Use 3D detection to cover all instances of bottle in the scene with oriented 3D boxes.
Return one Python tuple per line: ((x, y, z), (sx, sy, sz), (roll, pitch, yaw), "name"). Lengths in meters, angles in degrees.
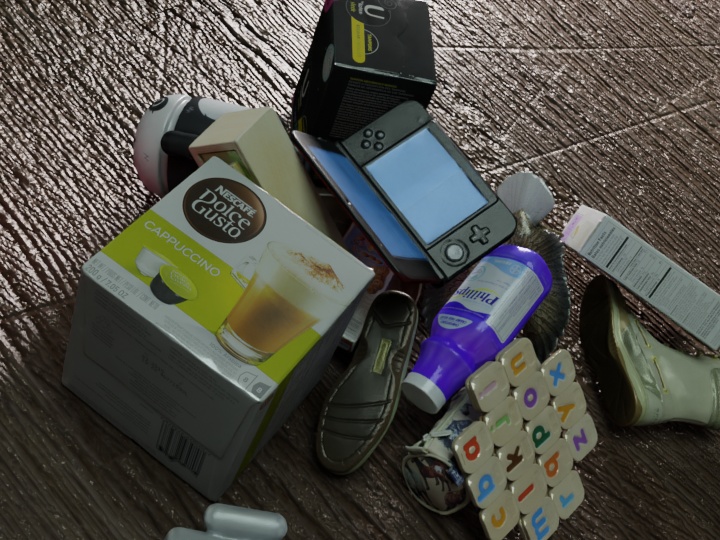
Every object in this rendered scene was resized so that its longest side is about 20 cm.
((0.118, 0.060, 1.076), (0.200, 0.083, 0.065), (-48, 123, -23), "bottle")

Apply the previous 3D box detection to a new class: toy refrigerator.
((-0.089, -0.062, 1.059), (0.070, 0.076, 0.201), (-50, 126, -36), "toy refrigerator")

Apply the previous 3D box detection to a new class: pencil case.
((0.121, 0.157, 1.083), (0.077, 0.090, 0.200), (8, 40, 35), "pencil case")

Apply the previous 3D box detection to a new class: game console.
((0.050, -0.091, 1.074), (0.172, 0.119, 0.200), (-34, 74, -12), "game console")

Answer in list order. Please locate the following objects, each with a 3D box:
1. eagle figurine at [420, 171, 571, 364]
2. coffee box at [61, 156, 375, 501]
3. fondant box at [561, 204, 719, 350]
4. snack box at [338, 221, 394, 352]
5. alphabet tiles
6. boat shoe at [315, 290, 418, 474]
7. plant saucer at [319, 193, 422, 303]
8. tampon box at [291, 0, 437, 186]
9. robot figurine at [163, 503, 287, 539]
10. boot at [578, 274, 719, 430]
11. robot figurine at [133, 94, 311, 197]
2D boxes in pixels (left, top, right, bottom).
((0.175, 0.003, 1.202), (0.151, 0.152, 0.200), (43, 43, -12), "eagle figurine")
((-0.139, 0.055, 0.989), (0.199, 0.201, 0.198), (36, 50, 8), "coffee box")
((0.343, 0.004, 1.238), (0.199, 0.058, 0.144), (36, 7, -4), "fondant box")
((0.000, 0.000, 1.157), (0.072, 0.024, 0.201), (28, 49, 4), "snack box")
((0.172, 0.176, 1.059), (0.195, 0.015, 0.201), (-34, 110, -36), "alphabet tiles")
((0.015, 0.124, 1.080), (0.071, 0.076, 0.201), (22, 71, 14), "boat shoe")
((-0.027, -0.001, 1.185), (0.199, 0.035, 0.201), (10, 50, -13), "plant saucer")
((-0.002, -0.216, 1.251), (0.125, 0.201, 0.151), (8, 51, -15), "tampon box")
((-0.114, 0.287, 0.877), (0.198, 0.113, 0.171), (13, 89, -10), "robot figurine")
((0.352, 0.099, 1.229), (0.153, 0.072, 0.201), (7, 49, -19), "boot")
((-0.156, -0.129, 1.160), (0.198, 0.151, 0.125), (13, 55, 8), "robot figurine")
